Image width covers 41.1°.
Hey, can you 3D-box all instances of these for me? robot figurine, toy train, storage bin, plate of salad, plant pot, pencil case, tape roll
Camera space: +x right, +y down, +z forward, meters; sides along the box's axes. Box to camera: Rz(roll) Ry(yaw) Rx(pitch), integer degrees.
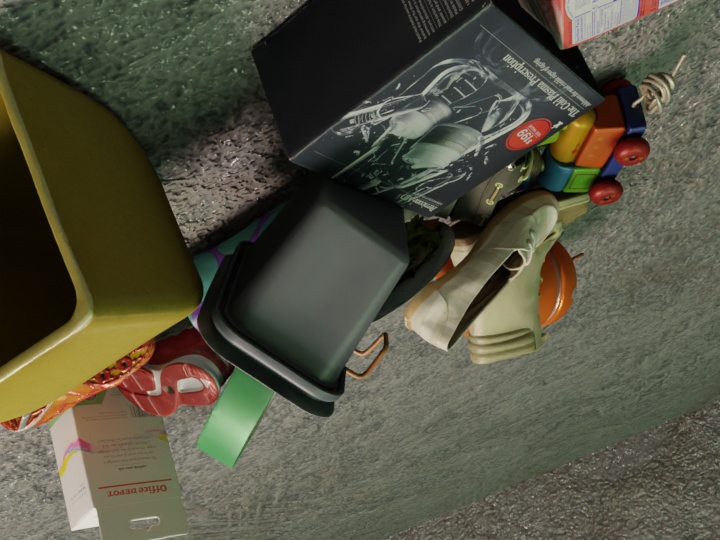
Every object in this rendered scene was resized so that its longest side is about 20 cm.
[{"bbox_3d":[0.175,0.015,1.144,0.198,0.146,0.116,-7,-172,-28],"label":"robot figurine"},{"bbox_3d":[0.213,-0.142,0.909,0.114,0.086,0.201,-2,152,-9],"label":"toy train"},{"bbox_3d":[-0.024,0.002,0.760,0.145,0.200,0.135,35,107,-11],"label":"storage bin"},{"bbox_3d":[0.000,0.000,0.948,0.198,0.201,0.048,-26,113,10],"label":"plate of salad"},{"bbox_3d":[-0.228,-0.009,0.699,0.193,0.197,0.199,-31,166,20],"label":"plant pot"},{"bbox_3d":[-0.082,-0.014,0.914,0.199,0.093,0.085,-30,110,20],"label":"pencil case"},{"bbox_3d":[-0.109,0.116,1.053,0.202,0.048,0.200,-59,180,0],"label":"tape roll"}]

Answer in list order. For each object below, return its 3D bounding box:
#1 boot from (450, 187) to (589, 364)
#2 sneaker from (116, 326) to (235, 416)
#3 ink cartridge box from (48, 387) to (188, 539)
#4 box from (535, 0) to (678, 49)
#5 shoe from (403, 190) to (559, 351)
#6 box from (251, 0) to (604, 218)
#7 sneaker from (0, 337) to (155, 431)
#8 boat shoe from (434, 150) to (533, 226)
[{"bbox_3d":[0.182,0.001,1.045,0.199,0.157,0.072,-25,-159,-35],"label":"boot"},{"bbox_3d":[-0.189,0.094,1.059,0.198,0.079,0.116,-3,-146,43],"label":"sneaker"},{"bbox_3d":[-0.279,0.223,1.098,0.116,0.202,0.067,4,146,-43],"label":"ink cartridge box"},{"bbox_3d":[0.152,-0.248,0.610,0.102,0.096,0.200,-23,155,5],"label":"box"},{"bbox_3d":[0.129,0.001,0.927,0.200,0.053,0.070,-42,144,-14],"label":"shoe"},{"bbox_3d":[0.055,-0.147,0.729,0.181,0.105,0.199,-33,153,27],"label":"box"},{"bbox_3d":[-0.300,0.104,1.024,0.198,0.074,0.077,-26,179,15],"label":"sneaker"},{"bbox_3d":[0.126,-0.104,0.896,0.060,0.073,0.202,18,152,-7],"label":"boat shoe"}]
